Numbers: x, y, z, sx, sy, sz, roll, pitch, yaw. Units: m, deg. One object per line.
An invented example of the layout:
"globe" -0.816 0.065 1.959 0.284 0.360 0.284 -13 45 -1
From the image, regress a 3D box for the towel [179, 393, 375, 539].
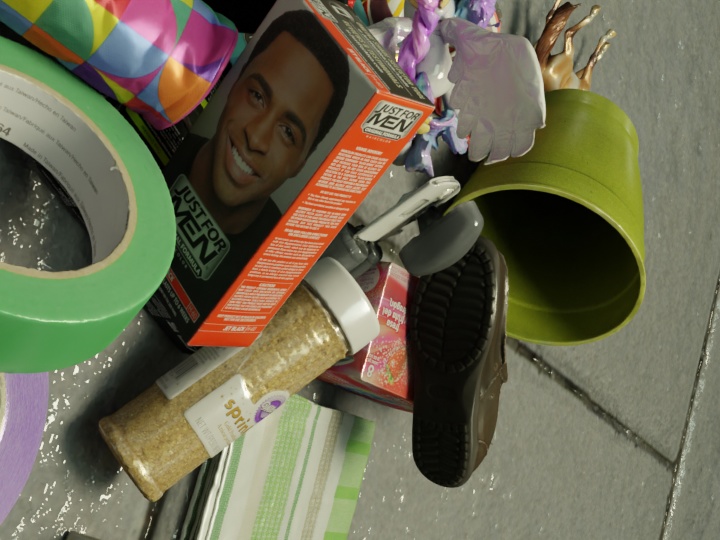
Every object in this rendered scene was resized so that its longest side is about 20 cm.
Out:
"towel" -0.064 0.176 0.980 0.199 0.030 0.151 27 76 -54

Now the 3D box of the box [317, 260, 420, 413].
"box" 0.026 0.060 1.016 0.199 0.102 0.096 29 74 -53

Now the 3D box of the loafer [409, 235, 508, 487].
"loafer" 0.081 0.067 0.958 0.071 0.072 0.203 -17 118 -56

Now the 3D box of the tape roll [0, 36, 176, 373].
"tape roll" -0.195 -0.042 0.642 0.199 0.048 0.202 29 36 -24

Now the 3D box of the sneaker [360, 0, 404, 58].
"sneaker" 0.005 -0.226 0.975 0.090 0.074 0.202 -52 140 -47

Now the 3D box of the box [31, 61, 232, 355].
"box" -0.111 -0.074 0.855 0.194 0.047 0.201 -58 138 -27

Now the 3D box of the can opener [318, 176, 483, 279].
"can opener" 0.000 0.000 0.895 0.067 0.199 0.053 60 21 16

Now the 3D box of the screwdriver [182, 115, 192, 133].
"screwdriver" -0.096 -0.063 0.809 0.028 0.029 0.202 -51 139 -34

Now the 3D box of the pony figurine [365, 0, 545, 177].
"pony figurine" 0.043 -0.145 0.830 0.200 0.164 0.196 76 17 -72

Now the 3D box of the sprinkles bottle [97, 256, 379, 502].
"sprinkles bottle" -0.082 0.073 0.833 0.199 0.068 0.069 -36 127 -12

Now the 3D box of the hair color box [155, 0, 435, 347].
"hair color box" -0.056 -0.058 0.730 0.061 0.102 0.201 6 129 -52

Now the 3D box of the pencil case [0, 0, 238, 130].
"pencil case" -0.164 -0.167 0.686 0.199 0.088 0.089 38 64 -26

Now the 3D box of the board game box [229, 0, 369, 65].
"board game box" -0.040 -0.164 0.868 0.152 0.046 0.202 -68 142 -49

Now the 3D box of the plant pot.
"plant pot" 0.189 -0.067 1.164 0.202 0.198 0.194 64 35 -36

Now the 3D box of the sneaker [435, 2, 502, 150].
"sneaker" 0.092 -0.183 1.089 0.200 0.073 0.088 50 58 -45

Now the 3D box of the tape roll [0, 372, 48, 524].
"tape roll" -0.267 0.072 0.651 0.199 0.065 0.203 -13 106 -53

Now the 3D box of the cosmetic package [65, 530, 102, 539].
"cosmetic package" -0.122 0.258 0.846 0.200 0.103 0.074 45 60 -48

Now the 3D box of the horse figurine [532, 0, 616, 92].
"horse figurine" 0.216 -0.211 1.262 0.134 0.050 0.200 -60 149 -2

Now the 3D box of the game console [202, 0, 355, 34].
"game console" -0.096 -0.222 0.709 0.031 0.197 0.178 -87 -179 -50
